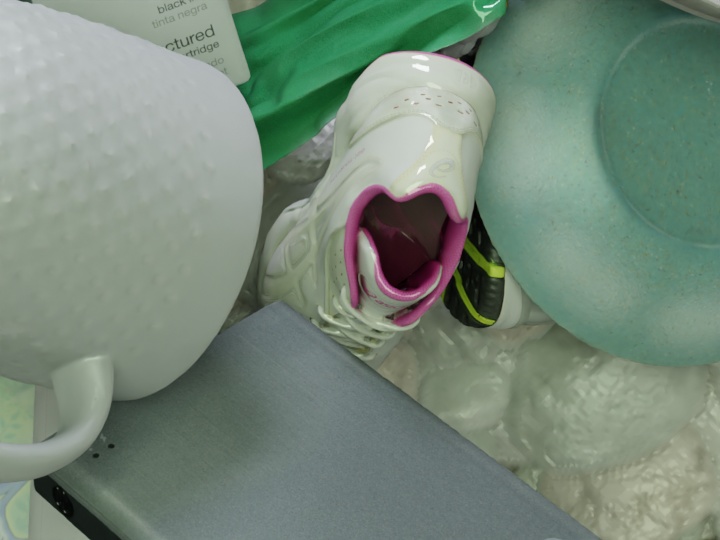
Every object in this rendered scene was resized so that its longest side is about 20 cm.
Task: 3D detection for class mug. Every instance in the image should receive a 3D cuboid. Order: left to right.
[{"bbox_3d":[-0.148,-0.013,0.956,0.147,0.175,0.201,-28,57,39],"label":"mug"}]

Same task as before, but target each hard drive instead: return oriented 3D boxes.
[{"bbox_3d":[-0.017,0.101,0.988,0.139,0.033,0.200,-31,50,-31],"label":"hard drive"}]

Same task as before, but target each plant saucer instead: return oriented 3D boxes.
[{"bbox_3d":[0.144,-0.058,1.096,0.200,0.039,0.202,4,79,-22],"label":"plant saucer"}]

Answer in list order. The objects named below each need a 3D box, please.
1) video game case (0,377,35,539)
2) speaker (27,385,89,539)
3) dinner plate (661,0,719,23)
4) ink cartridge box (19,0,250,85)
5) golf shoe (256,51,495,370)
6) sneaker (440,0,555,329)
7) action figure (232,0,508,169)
[{"bbox_3d":[-0.154,0.098,1.136,0.182,0.022,0.200,-30,84,-2],"label":"video game case"},{"bbox_3d":[-0.107,0.104,1.084,0.081,0.081,0.201,1,85,2],"label":"speaker"},{"bbox_3d":[0.131,-0.152,1.078,0.200,0.200,0.024,30,114,4],"label":"dinner plate"},{"bbox_3d":[-0.147,-0.155,1.046,0.146,0.200,0.084,-21,39,-4],"label":"ink cartridge box"},{"bbox_3d":[0.000,0.000,1.063,0.075,0.200,0.092,12,42,-11],"label":"golf shoe"},{"bbox_3d":[0.076,-0.071,1.132,0.076,0.075,0.201,4,82,-26],"label":"sneaker"},{"bbox_3d":[0.006,-0.104,1.092,0.200,0.055,0.118,-25,49,27],"label":"action figure"}]
